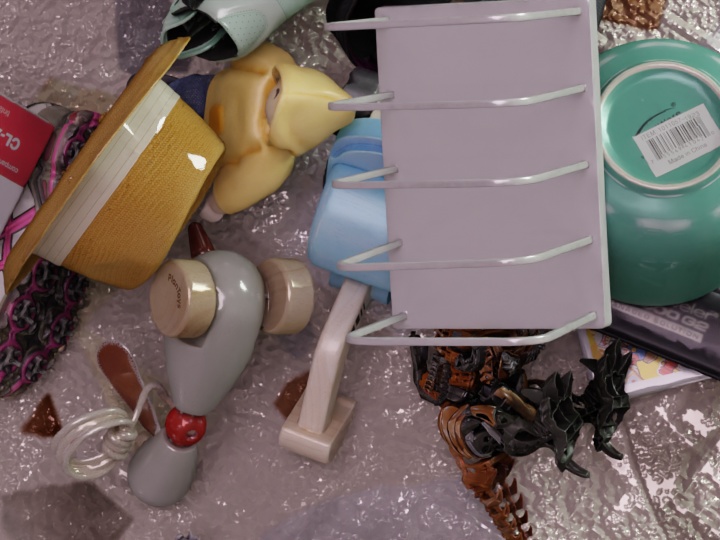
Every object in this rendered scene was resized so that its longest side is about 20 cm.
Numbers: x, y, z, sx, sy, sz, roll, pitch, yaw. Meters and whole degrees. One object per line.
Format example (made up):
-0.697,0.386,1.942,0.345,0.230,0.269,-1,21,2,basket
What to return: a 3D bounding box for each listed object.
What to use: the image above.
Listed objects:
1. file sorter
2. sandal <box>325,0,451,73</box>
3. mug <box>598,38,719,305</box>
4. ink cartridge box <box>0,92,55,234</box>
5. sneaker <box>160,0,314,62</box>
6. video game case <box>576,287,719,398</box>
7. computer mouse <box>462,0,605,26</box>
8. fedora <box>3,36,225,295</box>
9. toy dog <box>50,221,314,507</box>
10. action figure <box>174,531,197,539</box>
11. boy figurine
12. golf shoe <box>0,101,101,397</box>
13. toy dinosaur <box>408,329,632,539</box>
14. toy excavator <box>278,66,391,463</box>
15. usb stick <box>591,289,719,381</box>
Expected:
0.060,-0.056,1.579,0.139,0.125,0.200,0,98,23,file sorter
0.014,-0.161,1.700,0.075,0.200,0.048,24,72,-1,sandal
0.191,-0.082,1.675,0.152,0.114,0.185,15,70,8,mug
-0.311,-0.038,1.751,0.146,0.083,0.200,21,83,44,ink cartridge box
-0.106,-0.197,1.734,0.118,0.074,0.200,-43,35,-17,sneaker
0.218,-0.029,1.746,0.182,0.023,0.200,-14,80,5,video game case
0.118,-0.163,1.736,0.138,0.053,0.200,17,50,19,computer mouse
-0.142,-0.050,1.657,0.082,0.201,0.201,36,87,-5,fedora
-0.115,0.050,1.717,0.200,0.132,0.096,-48,44,18,toy dog
-0.080,0.229,1.719,0.200,0.069,0.130,-11,85,8,action figure
-0.079,-0.092,1.715,0.064,0.200,0.125,15,82,-35,boy figurine
-0.227,-0.014,1.782,0.092,0.073,0.200,10,80,33,golf shoe
0.097,0.086,1.712,0.136,0.102,0.200,-2,124,35,toy dinosaur
0.000,0.000,1.720,0.100,0.195,0.200,21,56,9,toy excavator
0.185,0.024,1.714,0.200,0.033,0.056,22,78,10,usb stick
